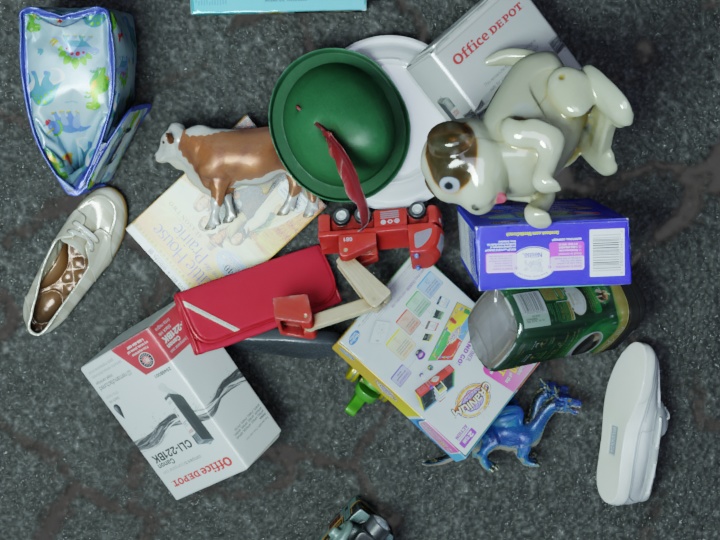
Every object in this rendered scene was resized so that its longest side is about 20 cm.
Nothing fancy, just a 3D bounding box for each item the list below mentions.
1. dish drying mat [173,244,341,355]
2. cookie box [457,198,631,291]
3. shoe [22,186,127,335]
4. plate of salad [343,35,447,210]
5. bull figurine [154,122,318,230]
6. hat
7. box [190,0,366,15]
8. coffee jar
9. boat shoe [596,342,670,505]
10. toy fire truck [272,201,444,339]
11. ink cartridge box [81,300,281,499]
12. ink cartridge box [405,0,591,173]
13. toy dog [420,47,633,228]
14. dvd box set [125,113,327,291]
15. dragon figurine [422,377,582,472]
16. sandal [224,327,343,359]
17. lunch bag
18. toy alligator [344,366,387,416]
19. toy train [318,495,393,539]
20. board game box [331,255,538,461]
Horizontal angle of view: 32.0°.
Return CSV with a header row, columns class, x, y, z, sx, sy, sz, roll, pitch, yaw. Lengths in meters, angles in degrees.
class,x,y,z,sx,sy,sz,roll,pitch,yaw
dish drying mat,-0.116,0.032,1.459,0.198,0.018,0.078,-20,82,-29
cookie box,0.202,-0.033,1.421,0.169,0.200,0.076,-3,100,0
shoe,-0.338,-0.007,1.489,0.069,0.053,0.201,31,97,-6
plate of salad,0.033,-0.172,1.472,0.197,0.048,0.203,0,91,1
bull figurine,-0.137,-0.116,1.440,0.197,0.065,0.123,-6,100,1
hat,0.002,-0.159,1.343,0.164,0.176,0.202,-27,93,-14
box,-0.092,-0.317,1.429,0.197,0.082,0.050,-1,101,0
coffee jar,0.229,0.054,1.450,0.198,0.105,0.086,-6,60,-30
boat shoe,0.342,0.188,1.530,0.068,0.072,0.203,5,93,-23
toy fire truck,0.000,0.000,1.443,0.197,0.049,0.143,-4,63,5
ink cartridge box,-0.209,0.152,1.472,0.144,0.084,0.201,-28,101,39
ink cartridge box,0.170,-0.204,1.430,0.145,0.085,0.201,-42,100,-18
toy dog,0.155,-0.139,1.307,0.199,0.140,0.195,-32,76,-15
dvd box set,-0.159,-0.065,1.495,0.200,0.029,0.147,-41,98,5
dragon figurine,0.169,0.187,1.527,0.197,0.059,0.101,-4,99,-1
sandal,-0.114,0.072,1.501,0.197,0.076,0.043,6,71,-2
lunch bag,-0.306,-0.190,1.402,0.125,0.170,0.203,1,99,-1
toy alligator,0.040,0.095,1.512,0.059,0.054,0.201,33,97,-6
toy train,-0.036,0.367,1.525,0.085,0.114,0.201,39,98,-8
board game box,0.089,0.099,1.472,0.200,0.040,0.153,42,71,0
